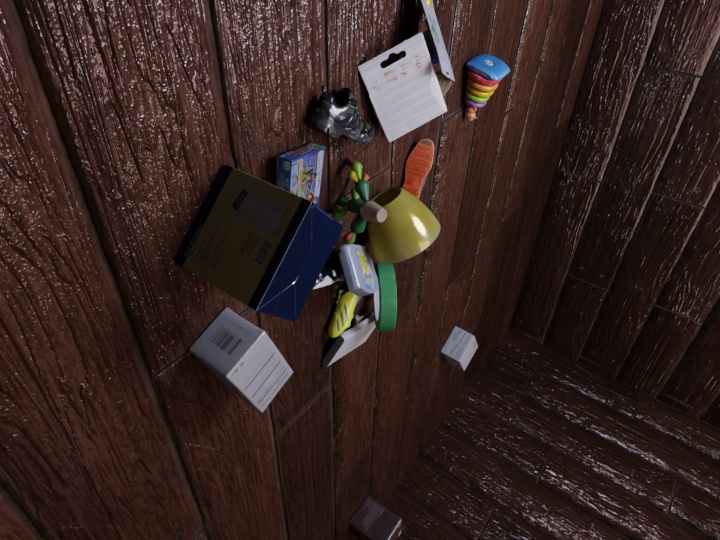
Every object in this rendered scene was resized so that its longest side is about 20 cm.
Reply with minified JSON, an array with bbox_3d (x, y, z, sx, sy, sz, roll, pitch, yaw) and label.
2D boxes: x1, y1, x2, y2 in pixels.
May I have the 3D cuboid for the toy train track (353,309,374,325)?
[{"bbox_3d":[0.041,0.128,1.633,0.200,0.032,0.115,-22,138,-46],"label":"toy train track"}]

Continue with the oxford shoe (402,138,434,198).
[{"bbox_3d":[0.164,-0.285,1.473,0.073,0.071,0.201,-51,161,-67],"label":"oxford shoe"}]

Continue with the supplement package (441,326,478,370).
[{"bbox_3d":[0.513,0.404,2.617,0.156,0.111,0.200,-58,153,-12],"label":"supplement package"}]

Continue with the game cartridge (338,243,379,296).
[{"bbox_3d":[0.000,0.000,1.325,0.200,0.040,0.134,-2,79,-74],"label":"game cartridge"}]

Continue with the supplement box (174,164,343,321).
[{"bbox_3d":[-0.177,-0.047,0.901,0.201,0.199,0.134,-63,154,-2],"label":"supplement box"}]

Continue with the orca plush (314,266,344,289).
[{"bbox_3d":[-0.084,-0.002,1.253,0.200,0.105,0.071,-15,95,-53],"label":"orca plush"}]

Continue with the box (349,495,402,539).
[{"bbox_3d":[0.078,1.239,2.458,0.164,0.200,0.166,-45,147,-32],"label":"box"}]

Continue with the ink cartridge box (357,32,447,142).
[{"bbox_3d":[0.096,-0.418,1.164,0.161,0.050,0.200,-27,129,4],"label":"ink cartridge box"}]

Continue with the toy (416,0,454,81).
[{"bbox_3d":[0.159,-0.535,1.165,0.115,0.047,0.201,-22,99,-63],"label":"toy"}]

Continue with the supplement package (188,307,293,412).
[{"bbox_3d":[-0.245,0.193,1.077,0.117,0.117,0.200,-52,151,-23],"label":"supplement package"}]

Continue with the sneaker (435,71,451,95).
[{"bbox_3d":[0.137,-0.423,1.284,0.200,0.071,0.113,-39,-160,12],"label":"sneaker"}]

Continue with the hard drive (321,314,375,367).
[{"bbox_3d":[-0.024,0.208,1.544,0.200,0.027,0.132,-25,153,-52],"label":"hard drive"}]

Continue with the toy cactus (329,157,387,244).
[{"bbox_3d":[-0.007,-0.151,1.174,0.102,0.165,0.201,4,106,-40],"label":"toy cactus"}]

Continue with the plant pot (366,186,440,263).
[{"bbox_3d":[0.093,-0.136,1.356,0.200,0.200,0.142,-48,121,-29],"label":"plant pot"}]

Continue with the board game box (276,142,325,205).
[{"bbox_3d":[-0.128,-0.152,1.056,0.135,0.034,0.201,-43,148,-55],"label":"board game box"}]

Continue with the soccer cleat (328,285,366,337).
[{"bbox_3d":[-0.045,0.094,1.434,0.084,0.065,0.201,33,87,-33],"label":"soccer cleat"}]

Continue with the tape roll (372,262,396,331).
[{"bbox_3d":[0.069,0.077,1.486,0.200,0.048,0.201,179,-90,-86],"label":"tape roll"}]

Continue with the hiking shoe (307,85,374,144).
[{"bbox_3d":[-0.023,-0.328,1.074,0.200,0.076,0.101,-12,126,-56],"label":"hiking shoe"}]

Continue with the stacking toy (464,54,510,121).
[{"bbox_3d":[0.363,-0.549,1.571,0.110,0.116,0.200,-42,159,-36],"label":"stacking toy"}]
